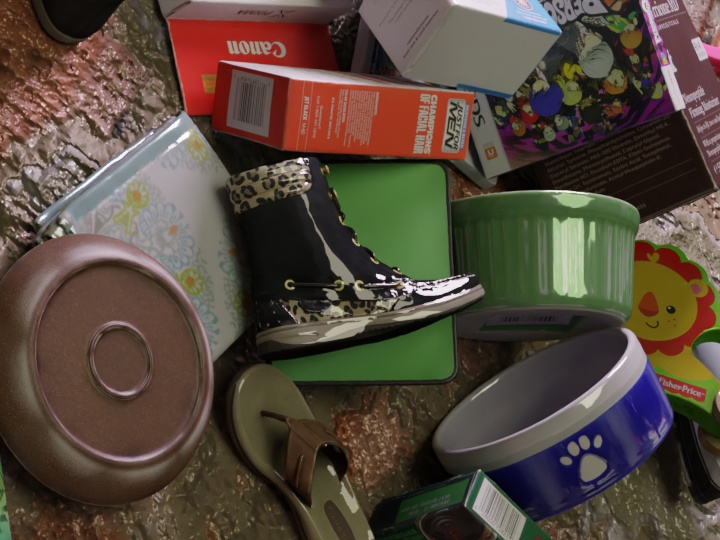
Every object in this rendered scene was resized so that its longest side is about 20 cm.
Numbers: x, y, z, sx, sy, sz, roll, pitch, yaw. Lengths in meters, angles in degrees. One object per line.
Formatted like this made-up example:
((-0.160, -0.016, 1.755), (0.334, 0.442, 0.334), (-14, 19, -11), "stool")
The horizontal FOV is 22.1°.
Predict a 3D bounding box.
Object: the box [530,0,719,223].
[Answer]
((0.255, -0.149, 1.790), (0.166, 0.163, 0.201), (-27, 93, -63), "box")

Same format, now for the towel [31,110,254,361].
((-0.153, -0.011, 1.450), (0.172, 0.048, 0.200), (58, 44, -13), "towel")

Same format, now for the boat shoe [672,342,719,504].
((0.332, 0.135, 1.840), (0.073, 0.068, 0.201), (8, 57, -39), "boat shoe")

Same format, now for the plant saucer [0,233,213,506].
((-0.181, 0.068, 1.341), (0.199, 0.032, 0.202), (14, 67, -38), "plant saucer")

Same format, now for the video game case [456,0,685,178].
((0.177, -0.201, 1.702), (0.036, 0.199, 0.183), (-22, 93, -64), "video game case")

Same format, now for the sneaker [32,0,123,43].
((-0.226, -0.290, 1.449), (0.075, 0.106, 0.202), (-20, 88, -46), "sneaker")

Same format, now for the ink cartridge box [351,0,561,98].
((0.061, -0.255, 1.616), (0.146, 0.086, 0.201), (6, 41, -45), "ink cartridge box")

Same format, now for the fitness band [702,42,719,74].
((0.388, -0.297, 2.098), (0.199, 0.037, 0.145), (0, 73, -45), "fitness band")

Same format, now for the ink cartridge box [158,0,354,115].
((-0.087, -0.226, 1.603), (0.199, 0.045, 0.178), (-6, 77, -46), "ink cartridge box")

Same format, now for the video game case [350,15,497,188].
((0.070, -0.186, 1.742), (0.200, 0.018, 0.144), (36, 51, -37), "video game case")

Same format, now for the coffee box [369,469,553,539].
((0.115, 0.254, 1.544), (0.200, 0.122, 0.044), (45, 46, -23), "coffee box")

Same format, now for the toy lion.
((0.299, 0.062, 1.792), (0.198, 0.069, 0.193), (19, 55, 3), "toy lion")

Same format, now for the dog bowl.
((0.165, 0.134, 1.585), (0.200, 0.199, 0.079), (-41, 105, -45), "dog bowl")

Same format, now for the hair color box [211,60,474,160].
((-0.014, -0.135, 1.567), (0.199, 0.111, 0.065), (-1, 103, -38), "hair color box")

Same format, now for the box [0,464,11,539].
((-0.322, 0.171, 1.216), (0.199, 0.036, 0.146), (2, 72, -45), "box")

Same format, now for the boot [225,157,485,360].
((-0.005, -0.019, 1.487), (0.202, 0.073, 0.155), (-12, 81, -24), "boot")

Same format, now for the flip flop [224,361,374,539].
((-0.038, 0.159, 1.479), (0.081, 0.057, 0.201), (-37, 102, -43), "flip flop")

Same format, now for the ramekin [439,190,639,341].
((0.149, 0.001, 1.634), (0.199, 0.199, 0.099), (10, 74, -41), "ramekin")

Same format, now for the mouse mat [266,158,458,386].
((0.000, 0.000, 1.549), (0.159, 0.008, 0.202), (0, 70, -4), "mouse mat")
